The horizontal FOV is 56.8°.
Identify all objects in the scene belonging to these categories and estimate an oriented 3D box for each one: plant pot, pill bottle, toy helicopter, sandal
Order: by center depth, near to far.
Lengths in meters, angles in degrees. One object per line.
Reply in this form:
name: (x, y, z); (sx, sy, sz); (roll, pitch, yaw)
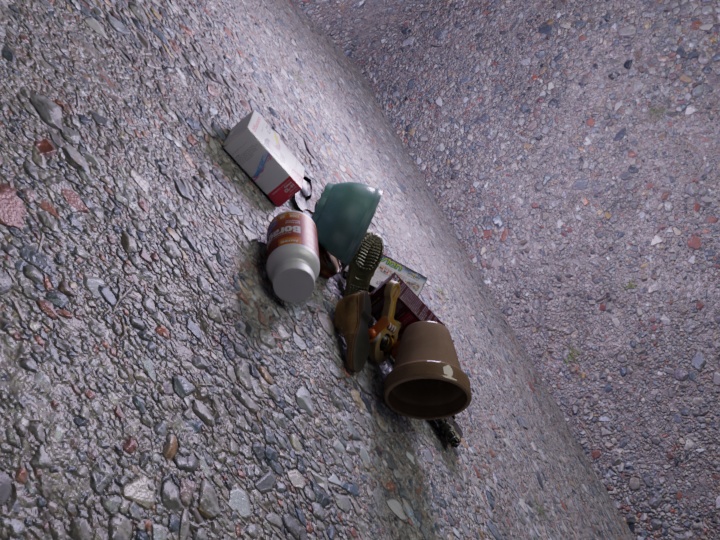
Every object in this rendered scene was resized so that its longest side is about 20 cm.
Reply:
pill bottle: (-0.141, -0.029, 1.388); (0.112, 0.112, 0.201); (45, 20, -31)
plant pot: (0.153, 0.219, 1.523); (0.200, 0.199, 0.176); (42, 38, -37)
toy helicopter: (0.055, 0.123, 1.574); (0.078, 0.203, 0.131); (19, 15, 37)
plant pot: (-0.048, -0.132, 1.622); (0.133, 0.202, 0.201); (25, 23, -7)
sandal: (-0.155, -0.223, 1.815); (0.075, 0.045, 0.201); (44, 21, -33)

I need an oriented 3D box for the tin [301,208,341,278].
tin: (-0.108, -0.067, 1.676); (0.112, 0.042, 0.202); (29, 31, -48)

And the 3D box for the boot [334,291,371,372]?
boot: (-0.021, 0.142, 1.503); (0.074, 0.074, 0.202); (63, 25, -48)

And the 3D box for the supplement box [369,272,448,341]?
supplement box: (0.110, 0.115, 1.654); (0.200, 0.109, 0.061); (47, 41, -3)

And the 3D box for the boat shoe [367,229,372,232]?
boat shoe: (-0.022, -0.121, 1.976); (0.200, 0.062, 0.074); (45, 19, 15)

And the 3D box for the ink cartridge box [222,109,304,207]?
ink cartridge box: (-0.232, -0.276, 1.639); (0.200, 0.085, 0.148); (50, 18, -24)

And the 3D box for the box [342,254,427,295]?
box: (0.064, 0.019, 1.736); (0.198, 0.035, 0.111); (29, 56, 9)

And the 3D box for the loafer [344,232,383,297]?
loafer: (0.000, 0.000, 1.665); (0.075, 0.202, 0.067); (24, -13, -11)

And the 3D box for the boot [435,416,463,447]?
boot: (0.199, 0.363, 1.673); (0.175, 0.069, 0.200); (58, 15, 9)

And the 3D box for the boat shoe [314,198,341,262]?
boat shoe: (-0.076, -0.118, 1.785); (0.062, 0.074, 0.202); (90, -16, -64)
